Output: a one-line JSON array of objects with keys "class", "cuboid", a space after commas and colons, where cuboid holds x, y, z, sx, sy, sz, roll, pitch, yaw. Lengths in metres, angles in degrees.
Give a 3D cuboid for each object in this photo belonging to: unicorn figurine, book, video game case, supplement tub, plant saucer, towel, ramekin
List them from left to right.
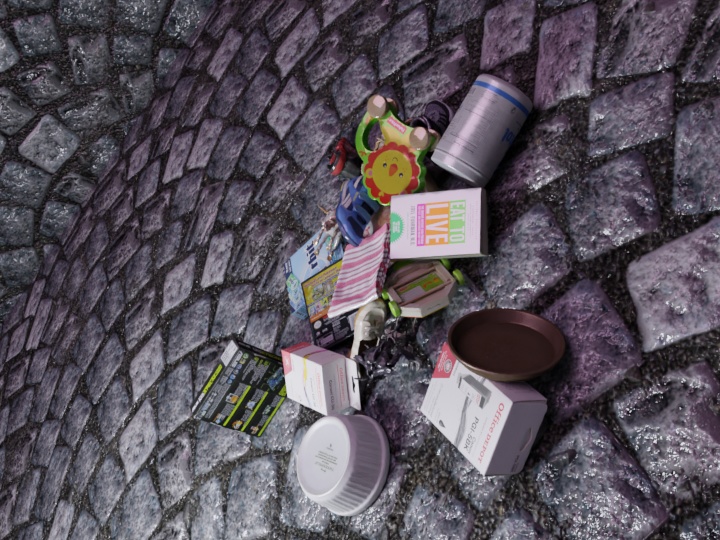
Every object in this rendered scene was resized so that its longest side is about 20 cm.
[{"class": "unicorn figurine", "cuboid": [-0.066, -0.098, 1.781, 0.138, 0.074, 0.200, -66, 15, -17]}, {"class": "ramekin", "cuboid": [-0.042, 0.380, 1.536, 0.202, 0.094, 0.204, -27, 50, 37]}, {"class": "video game case", "cuboid": [-0.043, 0.070, 1.737, 0.199, 0.025, 0.182, -30, 63, 33]}, {"class": "towel", "cuboid": [0.000, 0.000, 1.612, 0.146, 0.030, 0.201, -27, 36, 39]}, {"class": "book", "cuboid": [0.156, -0.092, 1.546, 0.199, 0.048, 0.135, -3, 83, 30]}, {"class": "supplement tub", "cuboid": [0.247, -0.282, 1.562, 0.201, 0.131, 0.132, -60, 38, 5]}, {"class": "plant saucer", "cuboid": [0.247, 0.127, 1.306, 0.200, 0.199, 0.030, 43, 142, 51]}]

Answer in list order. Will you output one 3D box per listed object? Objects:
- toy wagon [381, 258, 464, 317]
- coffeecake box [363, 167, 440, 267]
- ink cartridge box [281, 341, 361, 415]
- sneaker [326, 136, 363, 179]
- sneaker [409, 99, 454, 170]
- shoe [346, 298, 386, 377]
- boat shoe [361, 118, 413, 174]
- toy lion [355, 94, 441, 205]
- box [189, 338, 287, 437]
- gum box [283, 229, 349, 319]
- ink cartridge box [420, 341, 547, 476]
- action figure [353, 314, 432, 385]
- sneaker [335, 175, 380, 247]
[{"class": "toy wagon", "cuboid": [0.114, 0.022, 1.555, 0.154, 0.040, 0.200, -25, 31, -6]}, {"class": "coffeecake box", "cuboid": [0.083, -0.130, 1.710, 0.200, 0.073, 0.154, -46, 42, 22]}, {"class": "ink cartridge box", "cuboid": [-0.086, 0.235, 1.654, 0.199, 0.067, 0.117, 10, 111, 51]}, {"class": "sneaker", "cuboid": [-0.031, -0.278, 1.936, 0.071, 0.097, 0.201, -62, 13, 21]}, {"class": "sneaker", "cuboid": [0.155, -0.324, 1.707, 0.075, 0.113, 0.201, -33, 47, 32]}, {"class": "shoe", "cuboid": [0.018, 0.144, 1.594, 0.053, 0.069, 0.201, -120, 36, -46]}, {"class": "boat shoe", "cuboid": [0.066, -0.283, 1.741, 0.073, 0.070, 0.200, 8, 38, 43]}, {"class": "toy lion", "cuboid": [0.064, -0.243, 1.633, 0.200, 0.069, 0.192, 42, 112, 22]}, {"class": "box", "cuboid": [-0.263, 0.276, 1.775, 0.201, 0.193, 0.048, -57, 40, 8]}, {"class": "gum box", "cuboid": [-0.100, -0.006, 1.873, 0.200, 0.044, 0.171, -40, 43, 25]}, {"class": "ink cartridge box", "cuboid": [0.206, 0.232, 1.314, 0.200, 0.082, 0.148, 40, 118, 52]}, {"class": "action figure", "cuboid": [0.069, 0.160, 1.530, 0.118, 0.102, 0.200, 14, 59, 43]}, {"class": "sneaker", "cuboid": [-0.002, -0.139, 1.681, 0.082, 0.074, 0.201, -20, 44, 26]}]
